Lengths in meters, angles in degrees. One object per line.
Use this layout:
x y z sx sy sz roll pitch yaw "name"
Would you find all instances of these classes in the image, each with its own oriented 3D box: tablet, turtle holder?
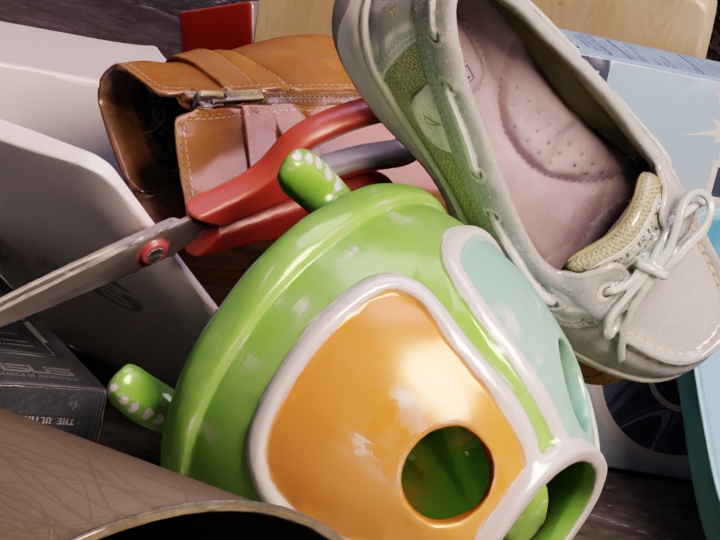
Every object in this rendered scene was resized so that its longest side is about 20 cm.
-0.105 -0.004 1.021 0.129 0.014 0.200 21 -20 30 "tablet"
0.011 0.059 0.933 0.131 0.186 0.141 35 64 21 "turtle holder"

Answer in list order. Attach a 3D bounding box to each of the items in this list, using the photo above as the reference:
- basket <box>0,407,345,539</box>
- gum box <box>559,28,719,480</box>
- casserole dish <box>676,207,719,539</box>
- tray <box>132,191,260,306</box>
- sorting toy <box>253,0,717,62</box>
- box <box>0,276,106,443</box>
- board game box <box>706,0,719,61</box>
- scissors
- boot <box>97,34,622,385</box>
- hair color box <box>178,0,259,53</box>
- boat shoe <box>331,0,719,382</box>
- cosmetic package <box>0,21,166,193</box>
-0.122 0.087 0.668 0.199 0.137 0.180 22 21 40 "basket"
0.140 0.000 1.152 0.198 0.171 0.045 10 15 -17 "gum box"
0.176 0.060 1.077 0.120 0.039 0.201 10 49 -19 "casserole dish"
0.000 0.000 1.156 0.198 0.099 0.037 10 14 -18 "tray"
0.052 -0.069 1.238 0.197 0.201 0.070 19 32 16 "sorting toy"
-0.207 0.027 0.952 0.199 0.051 0.158 6 18 -30 "box"
0.157 -0.128 1.236 0.105 0.023 0.200 40 -5 22 "board game box"
-0.060 -0.018 0.936 0.199 0.073 0.014 -14 53 -31 "scissors"
0.003 -0.024 1.039 0.154 0.077 0.200 -3 45 -37 "boot"
0.000 -0.081 1.432 0.199 0.102 0.061 2 -3 -42 "hair color box"
0.069 -0.032 0.947 0.202 0.074 0.065 52 -16 -29 "boat shoe"
-0.180 -0.051 1.160 0.198 0.108 0.085 8 16 -20 "cosmetic package"
